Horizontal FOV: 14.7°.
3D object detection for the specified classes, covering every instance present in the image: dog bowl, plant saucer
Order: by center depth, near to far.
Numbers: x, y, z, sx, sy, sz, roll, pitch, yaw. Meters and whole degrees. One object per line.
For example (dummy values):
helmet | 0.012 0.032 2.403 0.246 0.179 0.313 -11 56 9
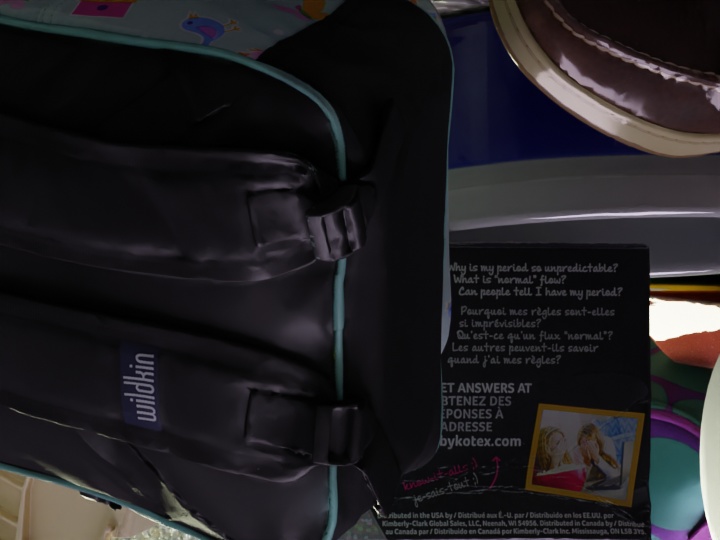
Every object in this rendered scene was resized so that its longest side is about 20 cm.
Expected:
dog bowl | 0.099 -0.046 1.074 0.199 0.079 0.200 -1 174 0
plant saucer | 0.253 0.032 1.319 0.199 0.037 0.200 0 -178 -24

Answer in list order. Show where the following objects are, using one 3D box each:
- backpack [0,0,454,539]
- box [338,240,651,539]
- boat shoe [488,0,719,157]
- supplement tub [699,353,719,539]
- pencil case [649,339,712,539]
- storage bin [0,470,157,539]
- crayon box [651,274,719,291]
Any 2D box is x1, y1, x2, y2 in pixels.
backpack | -0.069 -0.018 0.885 0.199 0.176 0.153 8 -153 19
box | 0.033 0.054 1.090 0.132 0.115 0.200 1 172 -4
boat shoe | 0.135 -0.078 0.925 0.199 0.072 0.072 15 136 -30
supplement tub | 0.257 0.078 1.157 0.199 0.141 0.140 2 173 -21
pencil case | 0.168 0.075 1.414 0.085 0.093 0.200 -32 -173 25
storage bin | -0.140 0.075 1.481 0.198 0.094 0.200 26 -154 28
crayon box | 0.113 -0.015 1.427 0.199 0.059 0.119 -6 172 36
